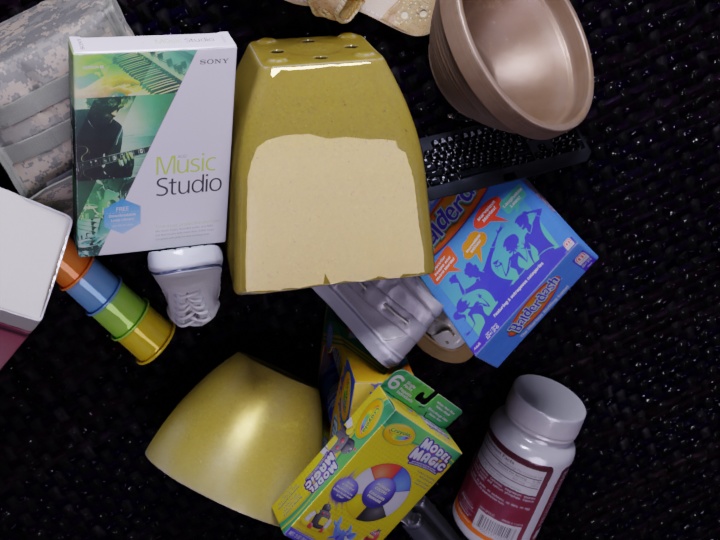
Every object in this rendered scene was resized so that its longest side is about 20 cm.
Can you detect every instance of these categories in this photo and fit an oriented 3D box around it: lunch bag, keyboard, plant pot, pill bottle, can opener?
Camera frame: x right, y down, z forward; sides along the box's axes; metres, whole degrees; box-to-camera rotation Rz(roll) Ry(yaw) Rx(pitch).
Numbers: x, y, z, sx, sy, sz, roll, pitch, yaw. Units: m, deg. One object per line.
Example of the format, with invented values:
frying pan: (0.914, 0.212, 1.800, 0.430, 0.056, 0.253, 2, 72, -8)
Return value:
lunch bag: (-0.262, -0.141, 1.005, 0.162, 0.118, 0.202, -26, 129, -3)
keyboard: (0.134, -0.139, 1.094, 0.196, 0.105, 0.040, -15, 148, -18)
plant pot: (-0.043, -0.116, 1.034, 0.191, 0.195, 0.204, -7, 114, -10)
pill bottle: (0.197, 0.239, 1.326, 0.112, 0.115, 0.203, 11, 115, -19)
can opener: (0.061, 0.318, 1.384, 0.066, 0.054, 0.201, -14, 128, 33)
plant pot: (0.132, -0.213, 1.046, 0.199, 0.204, 0.092, 33, 143, -27)
plant pot: (-0.119, 0.176, 1.188, 0.198, 0.199, 0.144, 27, 85, -25)

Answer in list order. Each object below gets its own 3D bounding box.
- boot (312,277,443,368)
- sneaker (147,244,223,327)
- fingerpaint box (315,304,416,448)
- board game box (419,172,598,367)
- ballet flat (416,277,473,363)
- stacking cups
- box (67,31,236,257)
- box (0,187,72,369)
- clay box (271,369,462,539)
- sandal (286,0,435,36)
boot: (0.000, 0.000, 1.125, 0.096, 0.200, 0.073, -45, 163, 4)
sneaker: (-0.166, 0.018, 1.067, 0.071, 0.200, 0.072, -7, 83, -1)
fingerpaint box: (-0.005, 0.161, 1.203, 0.072, 0.168, 0.203, 1, 119, -14)
board game box: (0.133, -0.025, 1.113, 0.045, 0.201, 0.153, 27, 110, -42)
ballet flat: (0.075, 0.046, 1.211, 0.199, 0.063, 0.069, 38, 73, -28)
stacking cups: (-0.284, 0.018, 1.119, 0.060, 0.061, 0.200, -41, 118, 10)
box: (-0.186, -0.110, 0.960, 0.142, 0.036, 0.203, -8, 125, -22)
box: (-0.368, 0.010, 1.007, 0.126, 0.111, 0.199, 22, 150, -23)
clay box: (0.016, 0.205, 1.101, 0.114, 0.048, 0.201, 35, 101, -36)
sandal: (-0.009, -0.270, 1.020, 0.208, 0.070, 0.079, 14, 114, -20)
